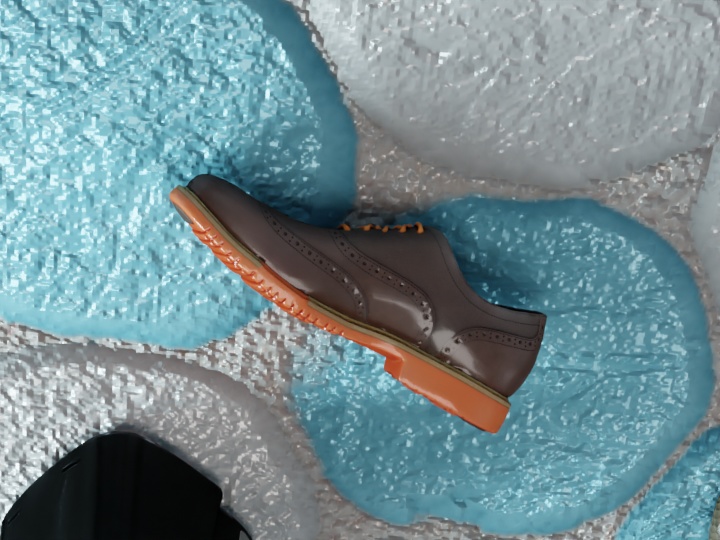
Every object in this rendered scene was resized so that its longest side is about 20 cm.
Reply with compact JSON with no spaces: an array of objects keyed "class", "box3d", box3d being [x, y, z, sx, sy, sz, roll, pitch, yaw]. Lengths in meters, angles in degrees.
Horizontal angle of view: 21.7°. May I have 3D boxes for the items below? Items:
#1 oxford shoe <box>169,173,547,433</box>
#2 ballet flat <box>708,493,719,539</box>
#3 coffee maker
[{"class":"oxford shoe","box3d":[0.000,0.000,0.915,0.199,0.071,0.073,32,89,-16]},{"class":"ballet flat","box3d":[0.241,0.106,0.986,0.067,0.046,0.201,19,121,-12]},{"class":"coffee maker","box3d":[-0.130,0.179,0.937,0.134,0.201,0.193,-20,124,9]}]
